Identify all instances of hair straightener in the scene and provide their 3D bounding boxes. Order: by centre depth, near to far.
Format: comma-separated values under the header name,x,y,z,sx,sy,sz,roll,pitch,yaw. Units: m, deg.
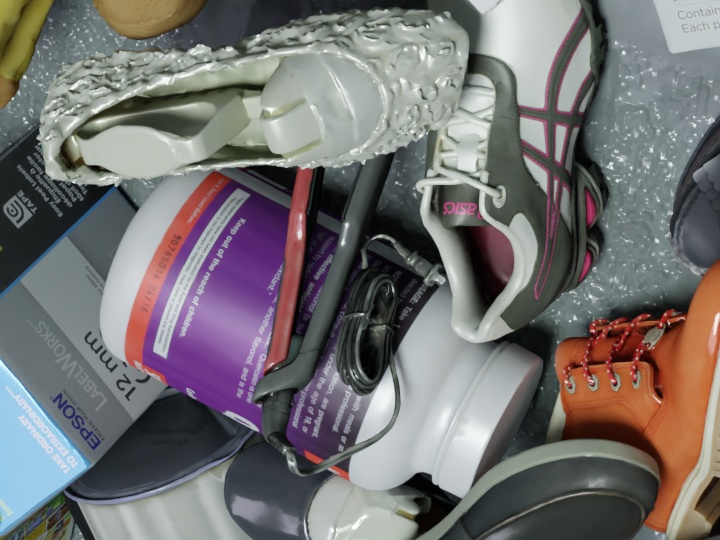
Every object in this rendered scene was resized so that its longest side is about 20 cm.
name,x,y,z,sx,sy,sz,roll,pitch,yaw
hair straightener,0.000,0.000,1.145,0.077,0.200,0.041,9,158,6

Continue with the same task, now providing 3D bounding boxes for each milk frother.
name,x,y,z,sx,sy,sz,roll,pitch,yaw
milk frother,-0.113,0.188,1.323,0.180,0.200,0.188,-6,117,38

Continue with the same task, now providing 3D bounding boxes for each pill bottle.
name,x,y,z,sx,sy,sz,roll,pitch,yaw
pill bottle,-0.018,0.032,1.216,0.200,0.112,0.113,27,131,12

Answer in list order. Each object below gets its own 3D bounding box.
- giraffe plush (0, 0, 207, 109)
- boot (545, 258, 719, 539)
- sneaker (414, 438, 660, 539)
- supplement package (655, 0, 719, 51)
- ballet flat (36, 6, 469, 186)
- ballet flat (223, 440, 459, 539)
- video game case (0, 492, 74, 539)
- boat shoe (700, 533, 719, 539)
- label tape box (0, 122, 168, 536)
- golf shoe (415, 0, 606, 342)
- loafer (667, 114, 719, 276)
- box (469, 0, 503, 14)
name,x,y,z,sx,sy,sz,roll,pitch,yaw
giraffe plush,-0.120,-0.162,1.142,0.162,0.173,0.201,11,91,11
boot,0.136,0.049,1.148,0.107,0.075,0.200,33,146,17
sneaker,0.066,0.162,1.156,0.075,0.106,0.200,27,131,-28
supplement package,0.172,-0.208,0.903,0.151,0.151,0.200,-6,117,34
ballet flat,-0.049,-0.065,1.088,0.200,0.072,0.072,-8,117,19
ballet flat,0.030,0.134,1.251,0.200,0.073,0.073,25,135,-17
video game case,-0.206,0.133,1.337,0.022,0.200,0.182,30,131,16
boat shoe,0.211,0.139,1.152,0.200,0.065,0.074,-17,92,18
label tape box,-0.174,0.034,1.251,0.066,0.200,0.143,-31,102,40
golf shoe,0.063,-0.064,1.121,0.077,0.088,0.200,5,122,30
loafer,0.196,-0.051,1.065,0.072,0.063,0.200,46,132,-6
box,0.034,-0.223,1.012,0.200,0.113,0.101,47,132,-4
